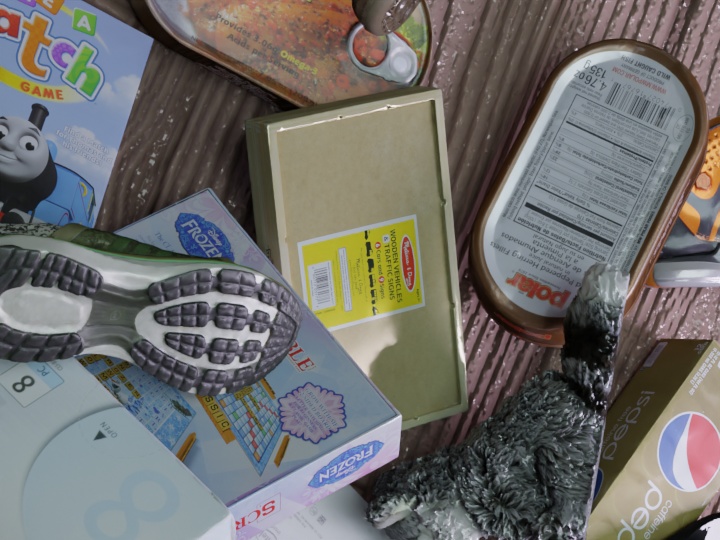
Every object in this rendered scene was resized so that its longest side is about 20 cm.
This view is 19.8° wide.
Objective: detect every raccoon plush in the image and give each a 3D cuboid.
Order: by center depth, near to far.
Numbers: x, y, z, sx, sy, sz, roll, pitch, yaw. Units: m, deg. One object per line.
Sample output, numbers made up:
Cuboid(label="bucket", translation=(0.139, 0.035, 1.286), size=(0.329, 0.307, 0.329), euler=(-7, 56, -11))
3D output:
Cuboid(label="raccoon plush", translation=(0.079, 0.087, 1.227), size=(0.133, 0.097, 0.202), euler=(10, 83, 8))

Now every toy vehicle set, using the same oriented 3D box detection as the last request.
Cuboid(label="toy vehicle set", translation=(0.000, 0.000, 1.222), size=(0.123, 0.026, 0.202), euler=(-13, 104, -32))

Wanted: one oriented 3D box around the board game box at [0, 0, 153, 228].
Cuboid(label="board game box", translation=(-0.207, -0.075, 1.116), size=(0.150, 0.037, 0.201), euler=(27, 57, -22))

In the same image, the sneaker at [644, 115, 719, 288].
Cuboid(label="sneaker", translation=(0.264, -0.046, 1.345), size=(0.198, 0.077, 0.113), euler=(-1, 90, -25))

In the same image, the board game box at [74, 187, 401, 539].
Cuboid(label="board game box", translation=(-0.113, 0.067, 1.118), size=(0.198, 0.041, 0.200), euler=(-26, 55, -22))

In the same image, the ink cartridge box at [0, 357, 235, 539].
Cuboid(label="ink cartridge box", translation=(-0.185, 0.134, 0.999), size=(0.199, 0.047, 0.160), euler=(-33, 57, -28))

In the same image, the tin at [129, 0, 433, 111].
Cuboid(label="tin", translation=(-0.048, -0.161, 1.226), size=(0.199, 0.042, 0.113), euler=(28, 81, -22))

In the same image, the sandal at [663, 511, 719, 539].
Cuboid(label="sandal", translation=(0.193, 0.197, 1.254), size=(0.199, 0.045, 0.076), euler=(-9, 100, -32))

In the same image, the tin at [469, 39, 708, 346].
Cuboid(label="tin", translation=(0.141, -0.051, 1.280), size=(0.111, 0.042, 0.201), euler=(24, 78, 14))

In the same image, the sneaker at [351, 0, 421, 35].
Cuboid(label="sneaker", translation=(0.023, -0.214, 1.224), size=(0.075, 0.071, 0.200), euler=(29, 45, 2))

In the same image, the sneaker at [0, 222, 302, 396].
Cuboid(label="sneaker", translation=(-0.121, 0.004, 1.067), size=(0.199, 0.089, 0.077), euler=(14, 114, -31))

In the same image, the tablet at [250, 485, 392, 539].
Cuboid(label="tablet", translation=(-0.061, 0.161, 1.223), size=(0.200, 0.014, 0.130), euler=(47, 71, -16))

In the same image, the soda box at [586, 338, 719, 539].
Cuboid(label="soda box", translation=(0.173, 0.140, 1.304), size=(0.068, 0.064, 0.200), euler=(44, 72, -19))
